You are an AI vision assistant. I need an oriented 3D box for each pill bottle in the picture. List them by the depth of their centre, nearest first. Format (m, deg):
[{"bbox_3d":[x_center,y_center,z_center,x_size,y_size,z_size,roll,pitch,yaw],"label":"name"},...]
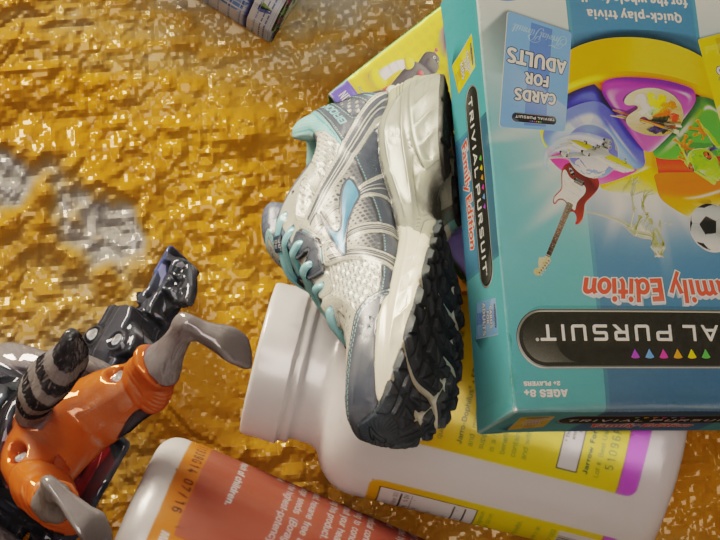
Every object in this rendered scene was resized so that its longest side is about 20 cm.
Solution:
[{"bbox_3d":[-0.020,0.164,0.996,0.199,0.112,0.113,22,87,1],"label":"pill bottle"},{"bbox_3d":[0.048,0.064,1.006,0.198,0.104,0.105,14,87,-1],"label":"pill bottle"}]

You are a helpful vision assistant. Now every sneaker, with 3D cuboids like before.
[{"bbox_3d":[0.000,0.000,0.949,0.086,0.078,0.201,-7,45,12],"label":"sneaker"}]

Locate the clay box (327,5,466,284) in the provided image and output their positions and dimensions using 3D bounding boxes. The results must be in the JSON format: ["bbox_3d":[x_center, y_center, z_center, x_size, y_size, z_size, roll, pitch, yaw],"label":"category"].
[{"bbox_3d":[0.095,-0.099,1.043,0.200,0.048,0.115,-38,89,-1],"label":"clay box"}]

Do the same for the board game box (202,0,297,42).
[{"bbox_3d":[-0.034,-0.225,1.040,0.199,0.062,0.201,31,87,1],"label":"board game box"}]

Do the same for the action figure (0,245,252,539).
[{"bbox_3d":[-0.135,0.051,0.976,0.104,0.193,0.201,39,61,-28],"label":"action figure"}]

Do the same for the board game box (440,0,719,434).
[{"bbox_3d":[0.121,-0.031,0.955,0.150,0.047,0.202,1,74,-18],"label":"board game box"}]
